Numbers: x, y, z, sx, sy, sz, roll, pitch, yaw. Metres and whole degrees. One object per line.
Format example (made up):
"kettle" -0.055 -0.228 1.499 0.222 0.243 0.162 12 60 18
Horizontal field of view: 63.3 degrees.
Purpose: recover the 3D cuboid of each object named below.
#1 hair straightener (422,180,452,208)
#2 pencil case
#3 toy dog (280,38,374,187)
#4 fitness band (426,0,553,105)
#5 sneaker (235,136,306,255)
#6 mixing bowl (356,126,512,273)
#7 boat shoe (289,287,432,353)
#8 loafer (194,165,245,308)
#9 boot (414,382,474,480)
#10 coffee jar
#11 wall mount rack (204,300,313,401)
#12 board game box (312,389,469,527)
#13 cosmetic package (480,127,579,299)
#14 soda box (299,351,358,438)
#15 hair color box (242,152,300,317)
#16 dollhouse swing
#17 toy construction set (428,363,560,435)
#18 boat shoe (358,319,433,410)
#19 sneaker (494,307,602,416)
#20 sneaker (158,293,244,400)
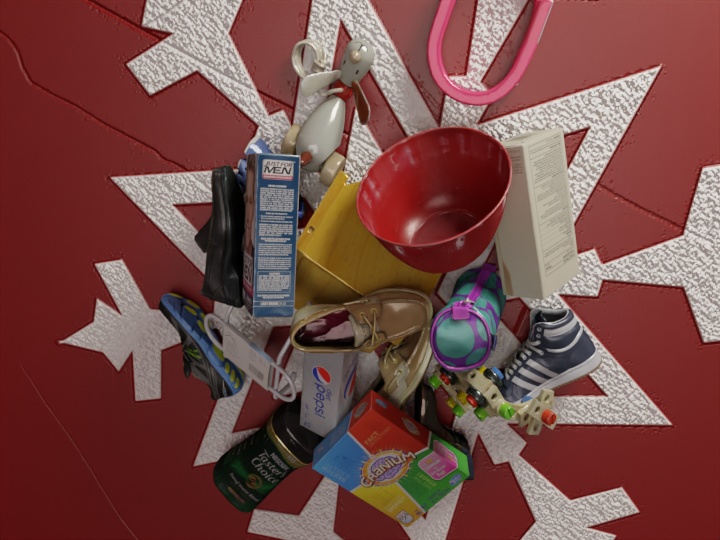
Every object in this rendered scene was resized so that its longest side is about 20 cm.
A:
"hair straightener" 0.115 -0.097 0.846 0.194 0.041 0.079 -16 113 19
"pencil case" 0.153 0.060 0.801 0.082 0.200 0.096 14 109 15
"toy dog" -0.048 -0.214 0.803 0.127 0.097 0.207 9 109 6
"fitness band" 0.167 -0.323 0.769 0.140 0.037 0.206 23 108 4
"sneaker" -0.145 -0.079 0.869 0.112 0.081 0.204 25 108 3
"mixing bowl" 0.100 -0.073 0.745 0.193 0.205 0.110 -13 137 13
"boat shoe" -0.001 0.074 0.762 0.193 0.067 0.077 -13 104 10
"loafer" -0.199 -0.044 0.813 0.069 0.073 0.207 4 112 4
"boot" 0.136 0.265 0.943 0.093 0.075 0.207 -5 117 0
"coffee jar" -0.152 0.312 0.989 0.199 0.086 0.105 -42 97 18
"wall mount rack" -0.149 0.096 0.893 0.197 0.074 0.178 33 133 20
"board game box" 0.046 0.293 0.896 0.197 0.041 0.154 35 114 -15
"cosmetic package" 0.232 -0.076 0.790 0.070 0.103 0.207 6 113 49
"soda box" -0.047 0.164 0.890 0.066 0.064 0.205 20 129 18
"hair color box" -0.122 -0.050 0.781 0.058 0.100 0.208 1 98 -20
"dollhouse swing" 0.000 0.000 0.880 0.196 0.176 0.185 32 76 -2
"toy construction set" 0.174 0.173 0.817 0.093 0.197 0.133 -49 124 -22
"boat shoe" 0.056 0.156 0.906 0.065 0.074 0.205 24 110 -4
"sneaker" 0.249 0.132 0.878 0.196 0.070 0.111 -30 101 15
"sneaker" -0.272 0.130 0.959 0.081 0.071 0.203 -29 103 12
